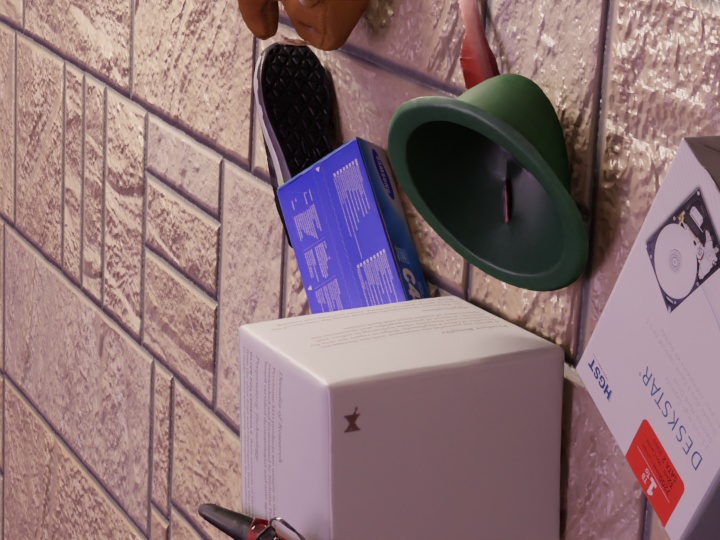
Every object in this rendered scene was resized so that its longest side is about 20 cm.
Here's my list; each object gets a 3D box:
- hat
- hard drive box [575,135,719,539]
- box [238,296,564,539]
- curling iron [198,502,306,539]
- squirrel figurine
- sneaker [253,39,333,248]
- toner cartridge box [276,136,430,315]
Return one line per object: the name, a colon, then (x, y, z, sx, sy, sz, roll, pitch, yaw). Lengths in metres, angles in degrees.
hat: (0.128, -0.115, 1.444, 0.200, 0.176, 0.165, 47, 151, -7)
hard drive box: (0.223, 0.044, 1.199, 0.201, 0.076, 0.157, 108, 147, -40)
box: (0.028, 0.142, 1.486, 0.171, 0.197, 0.202, 25, 119, 61)
curling iron: (-0.077, 0.189, 1.452, 0.050, 0.026, 0.200, 49, 166, -18)
squirrel figurine: (-0.058, -0.285, 1.677, 0.187, 0.140, 0.202, 47, 138, 44)
sneaker: (-0.064, -0.105, 1.788, 0.083, 0.071, 0.202, 147, 116, -63)
toner cartridge box: (0.000, 0.000, 1.658, 0.095, 0.043, 0.202, -30, 63, 28)
